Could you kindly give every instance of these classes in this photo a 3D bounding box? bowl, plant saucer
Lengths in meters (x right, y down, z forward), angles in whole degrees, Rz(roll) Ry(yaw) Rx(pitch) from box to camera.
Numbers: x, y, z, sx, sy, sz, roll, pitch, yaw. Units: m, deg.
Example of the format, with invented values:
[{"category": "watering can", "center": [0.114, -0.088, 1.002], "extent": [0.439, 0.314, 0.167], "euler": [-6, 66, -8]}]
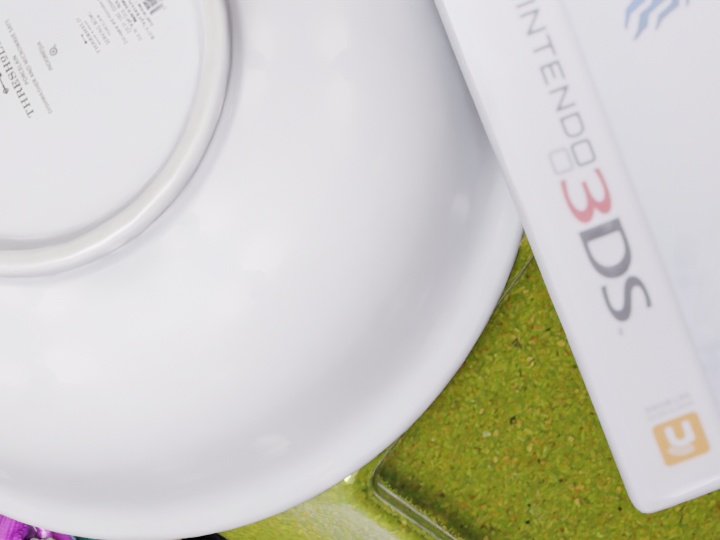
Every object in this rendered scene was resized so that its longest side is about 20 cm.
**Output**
[{"category": "bowl", "center": [-0.064, -0.039, 0.654], "extent": [0.200, 0.090, 0.203], "euler": [-2, 80, 15]}, {"category": "plant saucer", "center": [0.079, 0.030, 0.716], "extent": [0.200, 0.048, 0.200], "euler": [36, 91, -25]}]

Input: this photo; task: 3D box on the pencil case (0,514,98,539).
[{"category": "pencil case", "center": [-0.038, 0.130, 0.785], "extent": [0.199, 0.092, 0.085], "euler": [34, 68, -11]}]

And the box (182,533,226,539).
[{"category": "box", "center": [-0.086, 0.126, 0.848], "extent": [0.198, 0.035, 0.111], "euler": [-4, 105, 0]}]

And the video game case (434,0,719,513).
[{"category": "video game case", "center": [0.124, -0.059, 0.628], "extent": [0.199, 0.022, 0.183], "euler": [-21, 106, 6]}]
